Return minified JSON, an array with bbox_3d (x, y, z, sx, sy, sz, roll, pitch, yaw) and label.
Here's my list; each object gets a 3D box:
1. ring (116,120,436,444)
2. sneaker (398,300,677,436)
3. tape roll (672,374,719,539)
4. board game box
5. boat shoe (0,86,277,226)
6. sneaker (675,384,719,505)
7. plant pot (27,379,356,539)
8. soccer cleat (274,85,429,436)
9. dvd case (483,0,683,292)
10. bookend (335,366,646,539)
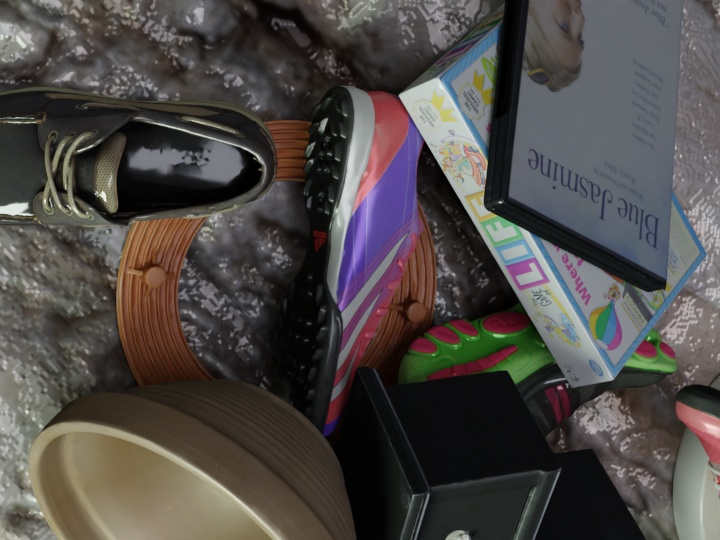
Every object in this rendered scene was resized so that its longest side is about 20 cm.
[{"bbox_3d":[-0.043,0.014,0.851,0.198,0.019,0.203,-4,101,-22],"label":"ring"},{"bbox_3d":[0.106,0.066,0.904,0.198,0.077,0.084,-7,132,-25],"label":"sneaker"},{"bbox_3d":[0.309,0.144,1.011,0.201,0.037,0.205,-4,102,-21],"label":"tape roll"},{"bbox_3d":[0.119,-0.053,0.853,0.134,0.034,0.201,-43,108,-40],"label":"board game box"},{"bbox_3d":[-0.139,-0.060,0.760,0.198,0.073,0.075,-6,100,-12],"label":"boat shoe"},{"bbox_3d":[0.263,0.152,0.934,0.200,0.074,0.087,40,86,-23],"label":"sneaker"},{"bbox_3d":[-0.073,0.125,0.785,0.202,0.200,0.093,55,51,-21],"label":"plant pot"},{"bbox_3d":[0.000,0.000,0.822,0.072,0.068,0.202,6,95,-27],"label":"soccer cleat"},{"bbox_3d":[0.134,-0.104,0.844,0.142,0.017,0.202,24,65,-36],"label":"dvd case"},{"bbox_3d":[0.084,0.147,0.841,0.198,0.092,0.200,-5,133,-22],"label":"bookend"}]
